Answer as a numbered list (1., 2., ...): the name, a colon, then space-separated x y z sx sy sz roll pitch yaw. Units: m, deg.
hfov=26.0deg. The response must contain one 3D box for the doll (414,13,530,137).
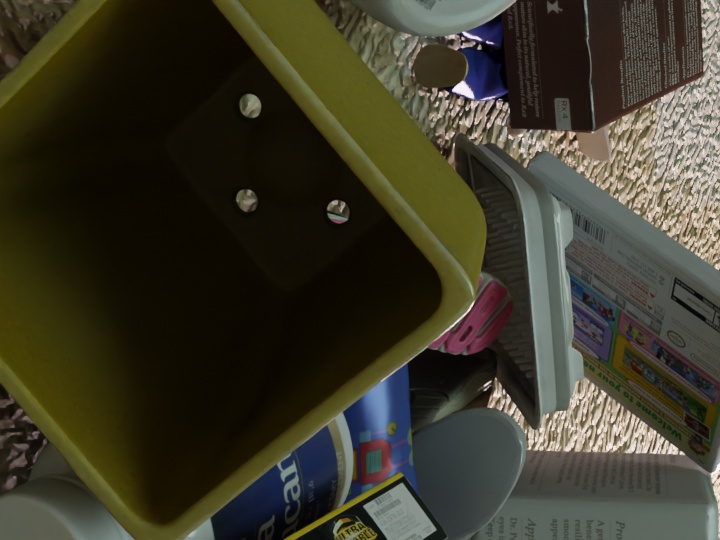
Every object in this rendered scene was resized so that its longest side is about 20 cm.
1. doll: 0.110 -0.168 1.156 0.200 0.048 0.138 -1 96 -58

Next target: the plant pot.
1. plant pot: -0.059 -0.031 0.724 0.195 0.195 0.200 50 21 -2

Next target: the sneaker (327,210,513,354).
1. sneaker: 0.000 0.000 0.983 0.199 0.087 0.074 14 105 -36

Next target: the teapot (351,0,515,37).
1. teapot: 0.036 -0.249 0.947 0.197 0.146 0.201 -28 143 -26

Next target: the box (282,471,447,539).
1. box: -0.064 0.199 0.798 0.049 0.200 0.159 49 32 11

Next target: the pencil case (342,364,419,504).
1. pencil case: -0.006 0.097 0.901 0.077 0.087 0.202 -7 104 -12

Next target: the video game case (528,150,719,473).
1. video game case: 0.193 0.031 1.114 0.022 0.200 0.183 -36 148 -26

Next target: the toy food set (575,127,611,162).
1. toy food set: 0.226 -0.207 1.329 0.200 0.060 0.144 -52 135 -41

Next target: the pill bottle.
1. pill bottle: -0.098 0.118 0.791 0.200 0.110 0.112 -24 114 -55

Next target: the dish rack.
1. dish rack: 0.109 0.001 1.070 0.200 0.043 0.173 -118 -159 -72

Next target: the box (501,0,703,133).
1. box: 0.184 -0.172 1.157 0.200 0.074 0.101 -27 116 -53

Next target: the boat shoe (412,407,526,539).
1. boat shoe: 0.037 0.161 0.985 0.201 0.072 0.066 -55 166 18

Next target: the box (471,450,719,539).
1. box: 0.172 0.243 1.137 0.200 0.170 0.201 -19 108 -78

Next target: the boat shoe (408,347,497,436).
1. boat shoe: 0.029 0.109 1.036 0.199 0.075 0.072 -24 123 -48
